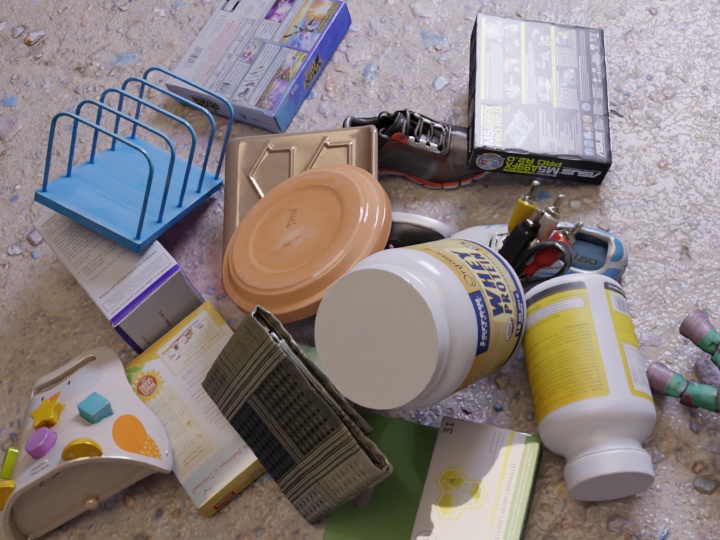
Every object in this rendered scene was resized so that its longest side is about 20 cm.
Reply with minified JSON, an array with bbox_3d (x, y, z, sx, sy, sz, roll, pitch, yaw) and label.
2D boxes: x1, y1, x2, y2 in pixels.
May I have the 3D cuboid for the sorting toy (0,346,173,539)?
[{"bbox_3d":[-0.318,0.172,1.061,0.199,0.107,0.181,-30,42,12],"label":"sorting toy"}]

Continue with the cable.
[{"bbox_3d":[0.157,0.010,1.023,0.097,0.050,0.201,48,121,29],"label":"cable"}]

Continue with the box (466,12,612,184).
[{"bbox_3d":[0.207,-0.203,1.141,0.159,0.044,0.201,6,61,-3],"label":"box"}]

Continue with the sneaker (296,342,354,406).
[{"bbox_3d":[-0.035,0.079,1.038,0.118,0.074,0.201,29,58,19],"label":"sneaker"}]

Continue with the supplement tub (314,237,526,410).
[{"bbox_3d":[0.059,0.048,0.911,0.143,0.200,0.146,4,98,28],"label":"supplement tub"}]

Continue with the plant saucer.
[{"bbox_3d":[-0.062,-0.036,1.033,0.199,0.032,0.201,-18,45,19],"label":"plant saucer"}]

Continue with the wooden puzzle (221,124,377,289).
[{"bbox_3d":[-0.069,-0.070,1.152,0.198,0.046,0.187,-4,77,19],"label":"wooden puzzle"}]

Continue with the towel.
[{"bbox_3d":[-0.064,0.142,0.934,0.034,0.200,0.193,-35,82,-34],"label":"towel"}]

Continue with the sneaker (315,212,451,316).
[{"bbox_3d":[0.000,0.000,1.037,0.199,0.071,0.100,-7,55,24],"label":"sneaker"}]

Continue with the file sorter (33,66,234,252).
[{"bbox_3d":[-0.254,-0.139,1.132,0.138,0.123,0.200,25,33,9],"label":"file sorter"}]

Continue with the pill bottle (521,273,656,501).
[{"bbox_3d":[0.221,0.112,0.946,0.111,0.112,0.201,-11,59,9],"label":"pill bottle"}]

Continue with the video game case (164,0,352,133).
[{"bbox_3d":[-0.135,-0.292,1.314,0.180,0.046,0.201,20,68,26],"label":"video game case"}]

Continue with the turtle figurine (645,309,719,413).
[{"bbox_3d":[0.370,0.127,0.910,0.150,0.101,0.200,-42,53,-10],"label":"turtle figurine"}]

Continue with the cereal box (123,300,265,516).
[{"bbox_3d":[-0.167,0.148,1.077,0.144,0.040,0.200,-38,60,-7],"label":"cereal box"}]

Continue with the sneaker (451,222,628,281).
[{"bbox_3d":[0.187,-0.025,1.058,0.198,0.073,0.072,4,64,19],"label":"sneaker"}]

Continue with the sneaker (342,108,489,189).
[{"bbox_3d":[0.067,-0.150,1.155,0.198,0.082,0.078,2,62,17],"label":"sneaker"}]

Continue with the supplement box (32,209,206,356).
[{"bbox_3d":[-0.284,-0.004,1.159,0.103,0.101,0.200,-42,59,-11],"label":"supplement box"}]

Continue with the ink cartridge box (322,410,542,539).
[{"bbox_3d":[0.069,0.217,0.969,0.198,0.048,0.146,10,65,18],"label":"ink cartridge box"}]
